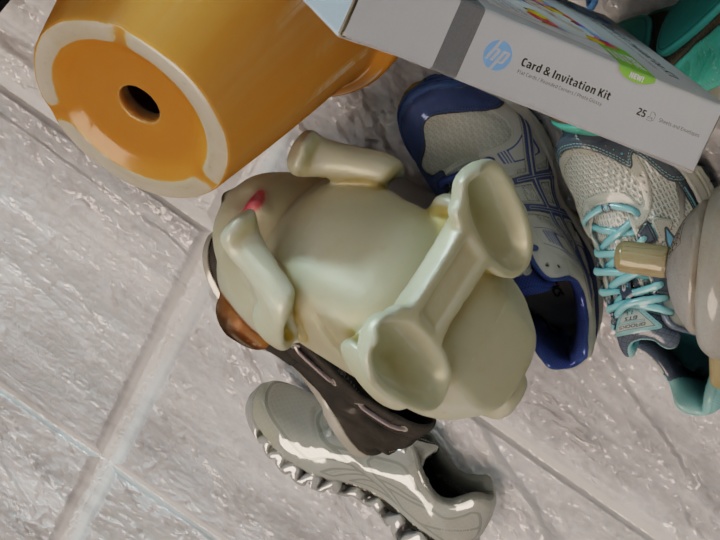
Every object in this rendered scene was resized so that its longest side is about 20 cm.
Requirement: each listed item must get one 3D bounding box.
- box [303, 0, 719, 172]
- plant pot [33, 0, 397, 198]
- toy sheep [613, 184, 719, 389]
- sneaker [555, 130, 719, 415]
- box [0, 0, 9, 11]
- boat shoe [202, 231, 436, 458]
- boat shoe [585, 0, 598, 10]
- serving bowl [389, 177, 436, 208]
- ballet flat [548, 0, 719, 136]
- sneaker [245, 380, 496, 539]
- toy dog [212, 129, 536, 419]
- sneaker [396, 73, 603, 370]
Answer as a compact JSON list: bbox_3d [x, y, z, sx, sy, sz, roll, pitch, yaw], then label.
[{"bbox_3d":[0.060,-0.119,1.101,0.199,0.041,0.156,20,-165,-24],"label":"box"},{"bbox_3d":[-0.081,-0.146,1.250,0.199,0.184,0.201,23,145,17],"label":"plant pot"},{"bbox_3d":[0.235,0.008,1.216,0.198,0.139,0.138,3,138,13],"label":"toy sheep"},{"bbox_3d":[0.172,0.000,1.297,0.077,0.087,0.200,-11,126,46],"label":"sneaker"},{"bbox_3d":[-0.336,-0.185,1.412,0.181,0.200,0.105,16,144,26],"label":"box"},{"bbox_3d":[-0.022,0.040,1.427,0.057,0.067,0.200,-18,126,32],"label":"boat shoe"},{"bbox_3d":[0.102,-0.186,1.154,0.199,0.084,0.069,29,158,39],"label":"boat shoe"},{"bbox_3d":[0.019,0.003,1.454,0.199,0.066,0.201,23,144,17],"label":"serving bowl"},{"bbox_3d":[0.173,-0.107,1.187,0.070,0.068,0.200,29,151,-18],"label":"ballet flat"},{"bbox_3d":[0.011,0.133,1.630,0.199,0.075,0.081,32,133,1],"label":"sneaker"},{"bbox_3d":[0.000,0.000,1.293,0.199,0.140,0.194,19,168,39],"label":"toy dog"},{"bbox_3d":[0.090,-0.027,1.318,0.075,0.088,0.200,-27,122,21],"label":"sneaker"}]
